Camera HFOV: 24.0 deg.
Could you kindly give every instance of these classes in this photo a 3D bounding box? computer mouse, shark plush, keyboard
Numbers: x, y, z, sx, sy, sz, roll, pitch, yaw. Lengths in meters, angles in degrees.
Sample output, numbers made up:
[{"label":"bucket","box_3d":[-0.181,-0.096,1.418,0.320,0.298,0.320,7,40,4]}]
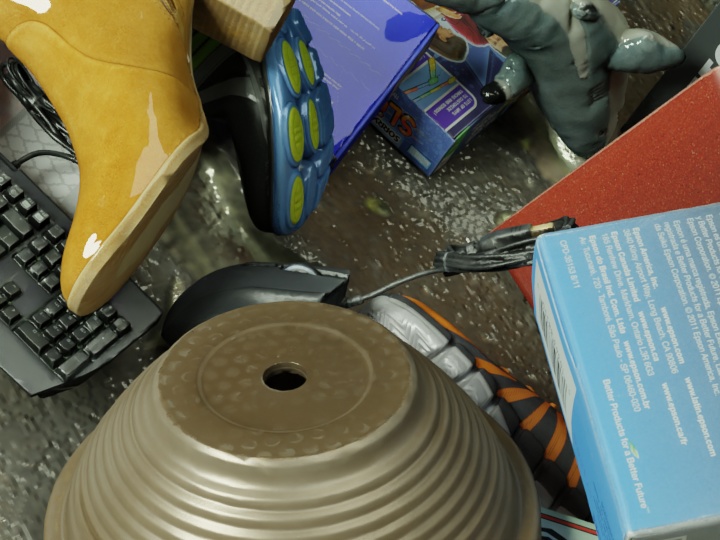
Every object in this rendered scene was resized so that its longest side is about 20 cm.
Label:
[{"label":"computer mouse","box_3d":[0.000,0.000,0.755,0.059,0.199,0.034,-34,108,-74]},{"label":"shark plush","box_3d":[0.098,-0.116,0.905,0.091,0.083,0.200,39,13,26]},{"label":"keyboard","box_3d":[-0.163,-0.042,0.748,0.200,0.021,0.127,44,49,7]}]

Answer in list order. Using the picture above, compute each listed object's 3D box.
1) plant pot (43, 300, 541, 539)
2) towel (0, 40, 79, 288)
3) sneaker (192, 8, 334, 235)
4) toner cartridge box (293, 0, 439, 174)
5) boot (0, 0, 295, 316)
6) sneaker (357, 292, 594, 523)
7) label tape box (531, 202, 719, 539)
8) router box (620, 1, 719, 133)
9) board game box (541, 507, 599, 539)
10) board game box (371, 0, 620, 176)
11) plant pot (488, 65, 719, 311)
[{"label":"plant pot","box_3d":[-0.027,0.077,0.668,0.200,0.093,0.201,0,34,0]},{"label":"towel","box_3d":[-0.192,-0.086,0.802,0.191,0.032,0.200,36,45,0]},{"label":"sneaker","box_3d":[-0.072,-0.110,0.829,0.200,0.082,0.071,67,19,1]},{"label":"toner cartridge box","box_3d":[-0.067,-0.147,0.885,0.200,0.043,0.095,38,76,1]},{"label":"boot","box_3d":[-0.127,-0.090,0.736,0.144,0.071,0.202,28,62,-2]},{"label":"sneaker","box_3d":[0.082,0.083,0.807,0.200,0.078,0.112,51,40,7]},{"label":"label tape box","box_3d":[0.182,0.041,0.683,0.199,0.066,0.144,-9,54,-4]},{"label":"router box","box_3d":[0.261,-0.148,0.990,0.157,0.200,0.052,-25,69,-39]},{"label":"board game box","box_3d":[0.032,0.141,0.680,0.199,0.029,0.135,14,38,28]},{"label":"board game box","box_3d":[0.051,-0.153,0.988,0.135,0.034,0.200,44,47,7]},{"label":"plant pot","box_3d":[0.220,0.009,0.865,0.199,0.200,0.177,-11,74,-35]}]
